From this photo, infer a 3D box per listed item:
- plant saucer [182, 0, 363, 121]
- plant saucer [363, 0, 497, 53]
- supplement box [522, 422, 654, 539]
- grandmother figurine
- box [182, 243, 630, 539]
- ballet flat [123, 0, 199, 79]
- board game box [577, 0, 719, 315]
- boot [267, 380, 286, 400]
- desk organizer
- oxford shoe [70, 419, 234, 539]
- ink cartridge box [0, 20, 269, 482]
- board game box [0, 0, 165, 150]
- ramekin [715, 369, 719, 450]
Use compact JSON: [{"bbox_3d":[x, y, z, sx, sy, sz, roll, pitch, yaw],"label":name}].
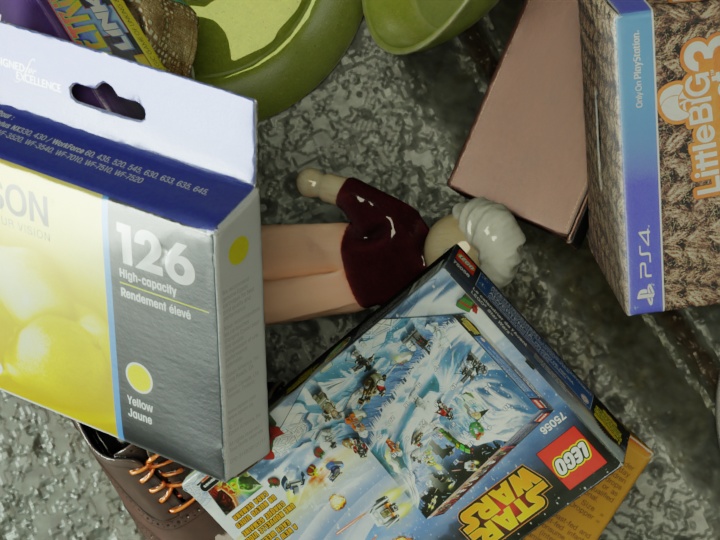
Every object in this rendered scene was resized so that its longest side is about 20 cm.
[{"bbox_3d":[-0.093,-0.184,1.163,0.198,0.031,0.202,0,88,8],"label":"plant saucer"},{"bbox_3d":[0.059,-0.210,1.069,0.031,0.200,0.201,15,91,-22],"label":"plant saucer"},{"bbox_3d":[0.082,0.162,1.110,0.069,0.067,0.201,31,94,-4],"label":"supplement box"},{"bbox_3d":[0.000,0.000,1.102,0.199,0.061,0.122,-10,126,27],"label":"grandmother figurine"},{"bbox_3d":[0.022,0.099,1.040,0.200,0.040,0.137,-39,97,25],"label":"box"},{"bbox_3d":[-0.127,-0.067,1.139,0.070,0.065,0.201,40,128,33],"label":"ballet flat"},{"bbox_3d":[0.218,-0.079,1.015,0.198,0.097,0.161,-8,113,-3],"label":"board game box"},{"bbox_3d":[-0.010,0.067,1.096,0.203,0.074,0.154,39,118,-5],"label":"boot"},{"bbox_3d":[0.124,-0.120,1.112,0.077,0.072,0.201,23,92,10],"label":"desk organizer"},{"bbox_3d":[-0.114,0.120,1.139,0.071,0.073,0.200,-41,84,5],"label":"oxford shoe"},{"bbox_3d":[-0.136,-0.012,1.016,0.197,0.047,0.201,19,125,32],"label":"ink cartridge box"},{"bbox_3d":[-0.189,-0.101,1.102,0.201,0.057,0.165,57,136,16],"label":"board game box"},{"bbox_3d":[0.295,0.077,1.073,0.201,0.094,0.204,0,89,7],"label":"ramekin"}]
